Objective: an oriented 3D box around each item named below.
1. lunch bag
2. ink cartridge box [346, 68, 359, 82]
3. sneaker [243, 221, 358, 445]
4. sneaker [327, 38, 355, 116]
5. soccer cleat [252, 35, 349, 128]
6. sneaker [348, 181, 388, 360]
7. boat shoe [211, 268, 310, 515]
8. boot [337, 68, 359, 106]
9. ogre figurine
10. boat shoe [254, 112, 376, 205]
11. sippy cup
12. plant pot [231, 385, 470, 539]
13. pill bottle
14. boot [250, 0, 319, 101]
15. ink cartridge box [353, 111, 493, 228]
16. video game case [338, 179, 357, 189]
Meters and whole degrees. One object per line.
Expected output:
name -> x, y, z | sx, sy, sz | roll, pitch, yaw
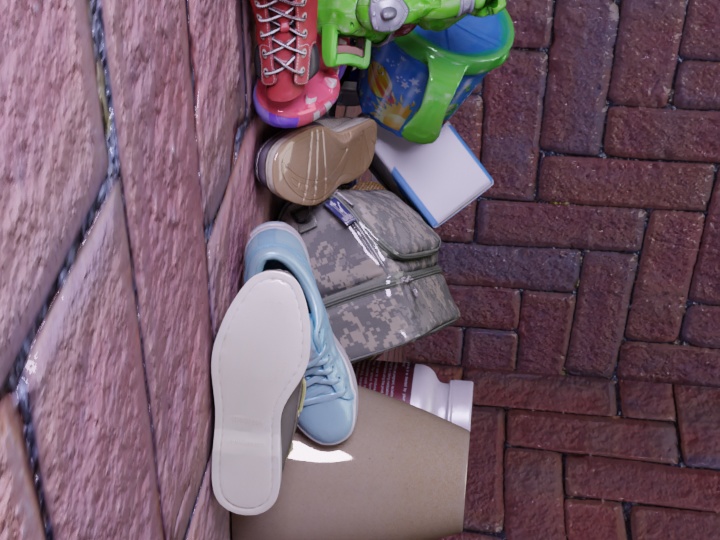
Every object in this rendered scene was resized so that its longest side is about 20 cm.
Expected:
lunch bag -> 0.000, 0.000, 1.251 | 0.168, 0.139, 0.200 | 70, 20, 3
ink cartridge box -> -0.004, -0.296, 1.301 | 0.037, 0.095, 0.200 | -45, 139, -84
sneaker -> -0.054, 0.063, 1.035 | 0.082, 0.074, 0.200 | -85, 155, -74
sneaker -> -0.022, -0.229, 1.241 | 0.073, 0.082, 0.200 | -63, 158, -82
soccer cleat -> -0.052, -0.157, 1.101 | 0.200, 0.067, 0.077 | -71, -175, -59
sneaker -> 0.015, 0.004, 1.400 | 0.090, 0.075, 0.200 | 10, 86, -78
boat shoe -> -0.077, 0.087, 0.975 | 0.060, 0.072, 0.202 | -76, 176, -70
boot -> -0.007, -0.241, 1.425 | 0.200, 0.073, 0.096 | -61, 161, -76
ogre figurine -> 0.013, -0.222, 1.059 | 0.120, 0.200, 0.098 | -21, 131, -42
boat shoe -> -0.049, -0.106, 1.147 | 0.200, 0.065, 0.072 | -32, 130, -60
sippy cup -> 0.060, -0.202, 1.214 | 0.178, 0.140, 0.130 | -40, 165, -43
plant pot -> -0.002, 0.186, 1.160 | 0.187, 0.200, 0.188 | 5, 90, -85
pill bottle -> 0.017, 0.150, 1.334 | 0.113, 0.200, 0.113 | 4, 90, -85
boot -> -0.056, -0.199, 0.929 | 0.200, 0.072, 0.144 | -63, 155, -85
ink cartridge box -> 0.059, -0.125, 1.394 | 0.145, 0.084, 0.200 | 51, -1, -3
video game case -> -0.037, -0.048, 1.443 | 0.200, 0.045, 0.182 | -36, 129, -83
